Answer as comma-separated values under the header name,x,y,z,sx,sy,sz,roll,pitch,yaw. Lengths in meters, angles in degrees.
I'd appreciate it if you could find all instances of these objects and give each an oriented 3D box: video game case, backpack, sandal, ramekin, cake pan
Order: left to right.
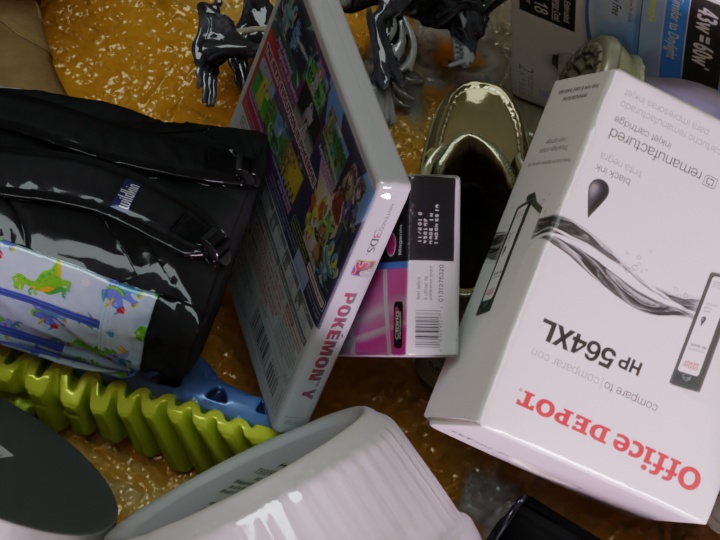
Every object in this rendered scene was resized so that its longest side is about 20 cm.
name,x,y,z,sx,sy,sz,roll,pitch,yaw
cake pan,-0.214,0.108,1.483,0.200,0.200,0.037,34,104,17
backpack,-0.171,-0.026,1.524,0.199,0.154,0.164,22,47,-8
sandal,-0.120,0.059,1.571,0.199,0.080,0.087,18,61,9
ramekin,-0.045,0.147,1.442,0.202,0.202,0.095,-28,94,-12
video game case,-0.034,-0.043,1.531,0.023,0.183,0.200,5,40,-23

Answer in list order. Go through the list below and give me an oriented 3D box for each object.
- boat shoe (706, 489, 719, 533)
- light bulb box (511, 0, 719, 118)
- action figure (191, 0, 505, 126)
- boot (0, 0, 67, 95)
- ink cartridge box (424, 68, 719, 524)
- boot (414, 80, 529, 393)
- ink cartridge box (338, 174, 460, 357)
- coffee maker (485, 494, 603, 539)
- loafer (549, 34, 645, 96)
name,x,y,z,sx,sy,sz,roll,pitch,yaw
boat shoe,0.213,0.107,1.479,0.062,0.200,0.073,22,91,-17
light bulb box,0.201,-0.160,1.602,0.199,0.198,0.125,23,68,14
action figure,0.008,-0.136,1.640,0.199,0.119,0.103,-7,96,20
boot,-0.248,-0.082,1.652,0.174,0.066,0.201,-15,64,-6
ink cartridge box,0.142,0.016,1.454,0.145,0.084,0.201,24,81,-18
boot,0.065,-0.045,1.571,0.072,0.155,0.201,5,65,4
ink cartridge box,0.000,0.000,1.519,0.037,0.200,0.095,2,88,-21
coffee maker,0.150,0.210,1.468,0.199,0.135,0.192,28,42,14
loafer,0.141,-0.034,1.581,0.068,0.076,0.201,3,103,-17
